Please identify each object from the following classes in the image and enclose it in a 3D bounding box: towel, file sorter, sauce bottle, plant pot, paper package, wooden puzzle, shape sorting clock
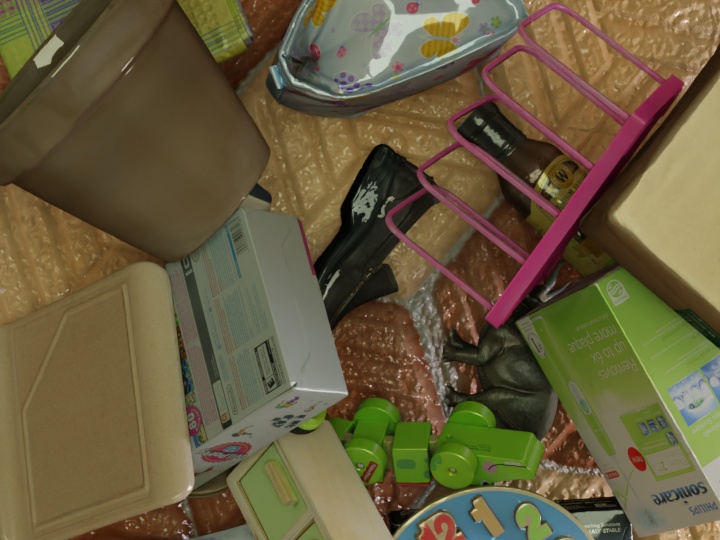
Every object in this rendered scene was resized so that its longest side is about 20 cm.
[{"bbox_3d":[-0.191,-0.201,1.591,0.199,0.023,0.145,-25,79,6],"label":"towel"},{"bbox_3d":[0.129,-0.087,1.532,0.125,0.139,0.201,38,116,7],"label":"file sorter"},{"bbox_3d":[0.161,-0.058,1.641,0.200,0.065,0.065,42,86,0],"label":"sauce bottle"},{"bbox_3d":[-0.167,-0.104,1.489,0.173,0.200,0.200,43,86,-15],"label":"plant pot"},{"bbox_3d":[0.290,-0.042,1.429,0.200,0.103,0.191,39,88,-2],"label":"paper package"},{"bbox_3d":[-0.209,0.108,1.547,0.199,0.037,0.187,-21,70,35],"label":"wooden puzzle"},{"bbox_3d":[0.102,0.268,1.569,0.198,0.039,0.202,0,94,-3],"label":"shape sorting clock"}]

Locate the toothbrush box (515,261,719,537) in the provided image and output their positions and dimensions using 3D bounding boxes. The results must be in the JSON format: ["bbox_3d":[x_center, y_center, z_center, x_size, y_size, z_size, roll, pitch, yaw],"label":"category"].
[{"bbox_3d":[0.227,0.092,1.541,0.086,0.145,0.201,-31,90,-24],"label":"toothbrush box"}]

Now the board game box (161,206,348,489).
[{"bbox_3d":[-0.111,0.065,1.518,0.199,0.064,0.149,-33,63,37],"label":"board game box"}]

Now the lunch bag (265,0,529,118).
[{"bbox_3d":[0.016,-0.194,1.584,0.199,0.170,0.128,-26,89,-3],"label":"lunch bag"}]

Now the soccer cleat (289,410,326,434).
[{"bbox_3d":[-0.089,0.058,1.589,0.067,0.081,0.201,-4,51,-40],"label":"soccer cleat"}]

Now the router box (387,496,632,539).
[{"bbox_3d":[0.125,0.267,1.622,0.198,0.062,0.152,-4,94,-3],"label":"router box"}]

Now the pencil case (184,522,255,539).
[{"bbox_3d":[-0.144,0.253,1.603,0.198,0.083,0.092,-11,90,-3],"label":"pencil case"}]

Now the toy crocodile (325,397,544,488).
[{"bbox_3d":[0.048,0.146,1.601,0.198,0.068,0.062,2,126,15],"label":"toy crocodile"}]

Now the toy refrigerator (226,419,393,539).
[{"bbox_3d":[-0.024,0.219,1.537,0.076,0.070,0.201,-48,59,34],"label":"toy refrigerator"}]

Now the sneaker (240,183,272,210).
[{"bbox_3d":[-0.135,-0.131,1.620,0.200,0.075,0.085,42,91,-1],"label":"sneaker"}]

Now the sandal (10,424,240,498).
[{"bbox_3d":[-0.194,0.145,1.616,0.198,0.054,0.081,10,73,3],"label":"sandal"}]

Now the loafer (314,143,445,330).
[{"bbox_3d":[0.000,0.000,1.628,0.072,0.073,0.201,28,88,-7],"label":"loafer"}]

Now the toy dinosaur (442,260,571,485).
[{"bbox_3d":[0.121,0.092,1.629,0.101,0.077,0.202,-2,84,10],"label":"toy dinosaur"}]
